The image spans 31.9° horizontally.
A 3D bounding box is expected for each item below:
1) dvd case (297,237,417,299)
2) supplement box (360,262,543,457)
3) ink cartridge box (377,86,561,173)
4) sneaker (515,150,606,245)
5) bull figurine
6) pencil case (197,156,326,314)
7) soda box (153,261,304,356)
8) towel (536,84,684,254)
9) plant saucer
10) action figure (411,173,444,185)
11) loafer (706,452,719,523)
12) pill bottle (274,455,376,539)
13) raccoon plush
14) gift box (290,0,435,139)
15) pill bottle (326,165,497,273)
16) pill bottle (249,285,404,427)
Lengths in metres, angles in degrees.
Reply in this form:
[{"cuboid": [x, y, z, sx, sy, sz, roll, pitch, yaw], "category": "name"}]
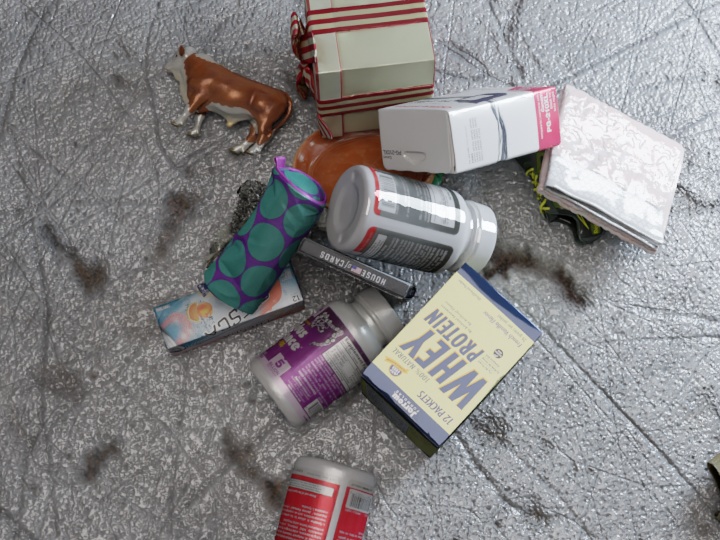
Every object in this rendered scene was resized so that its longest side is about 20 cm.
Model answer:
[{"cuboid": [0.000, 0.000, 1.673, 0.150, 0.200, 0.025, 24, 90, 5], "category": "dvd case"}, {"cuboid": [0.113, 0.122, 1.645, 0.134, 0.200, 0.200, 42, 82, 8], "category": "supplement box"}, {"cuboid": [0.144, -0.189, 1.671, 0.200, 0.145, 0.085, -17, 106, -36], "category": "ink cartridge box"}, {"cuboid": [0.271, -0.116, 1.758, 0.200, 0.074, 0.085, 40, 82, 8], "category": "sneaker"}, {"cuboid": [-0.200, -0.242, 1.797, 0.200, 0.065, 0.122, 20, 83, 7], "category": "bull figurine"}, {"cuboid": [-0.126, -0.041, 1.628, 0.092, 0.085, 0.200, 46, 113, 23], "category": "pencil case"}, {"cuboid": [-0.178, 0.052, 1.730, 0.200, 0.068, 0.064, -20, 78, -5], "category": "soda box"}, {"cuboid": [0.347, -0.142, 1.732, 0.200, 0.032, 0.191, 26, 58, -12], "category": "towel"}, {"cuboid": [0.006, -0.141, 1.747, 0.200, 0.032, 0.201, -3, 46, 3], "category": "plant saucer"}, {"cuboid": [0.044, -0.101, 1.759, 0.200, 0.055, 0.118, -33, 48, -18], "category": "action figure"}, {"cuboid": [0.506, 0.330, 1.665, 0.067, 0.076, 0.201, -9, 68, 0], "category": "loafer"}, {"cuboid": [-0.055, 0.351, 1.644, 0.112, 0.112, 0.201, 14, 78, 4], "category": "pill bottle"}, {"cuboid": [-0.133, -0.043, 1.703, 0.097, 0.200, 0.134, 32, 80, -30], "category": "raccoon plush"}, {"cuboid": [0.001, -0.291, 1.728, 0.186, 0.185, 0.200, -6, 59, -2], "category": "gift box"}, {"cuboid": [0.067, -0.060, 1.626, 0.200, 0.114, 0.114, 13, 77, -27], "category": "pill bottle"}, {"cuboid": [-0.041, 0.111, 1.695, 0.200, 0.112, 0.112, -37, 80, -7], "category": "pill bottle"}]
